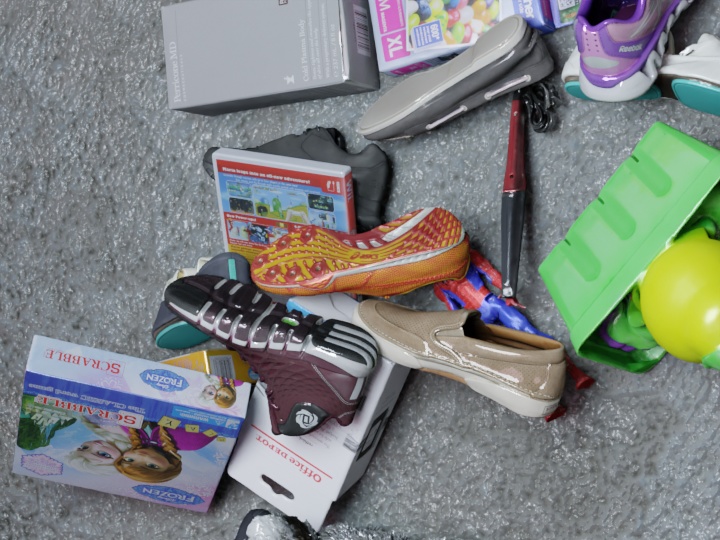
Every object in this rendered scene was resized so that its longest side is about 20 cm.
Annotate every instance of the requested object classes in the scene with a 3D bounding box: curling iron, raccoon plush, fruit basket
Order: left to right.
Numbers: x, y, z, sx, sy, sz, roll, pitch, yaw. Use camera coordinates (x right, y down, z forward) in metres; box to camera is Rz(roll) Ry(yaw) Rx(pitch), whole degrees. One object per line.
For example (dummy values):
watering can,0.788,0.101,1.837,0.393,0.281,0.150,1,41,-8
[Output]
raccoon plush,0.010,0.266,1.187,0.133,0.199,0.098,-11,71,39
curling iron,0.141,-0.075,1.185,0.049,0.025,0.202,-4,72,55
fruit basket,0.264,0.007,1.073,0.214,0.155,0.218,-10,73,36

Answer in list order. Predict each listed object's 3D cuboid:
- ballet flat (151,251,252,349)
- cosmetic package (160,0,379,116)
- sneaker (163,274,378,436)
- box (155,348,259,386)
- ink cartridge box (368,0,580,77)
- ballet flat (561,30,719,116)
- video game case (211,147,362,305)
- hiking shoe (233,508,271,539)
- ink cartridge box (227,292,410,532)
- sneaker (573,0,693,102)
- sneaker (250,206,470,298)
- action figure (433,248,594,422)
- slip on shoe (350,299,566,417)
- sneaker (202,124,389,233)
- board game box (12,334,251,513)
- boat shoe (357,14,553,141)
ballet flat,-0.152,0.025,1.302,0.200,0.072,0.074,-30,72,61
cosmetic package,-0.087,-0.214,1.297,0.198,0.090,0.108,-7,89,23
sneaker,-0.088,0.086,1.179,0.198,0.076,0.117,20,118,15
box,-0.198,0.113,1.328,0.198,0.119,0.042,-17,82,26
ink cartridge box,0.101,-0.259,1.228,0.198,0.042,0.121,-11,84,25
ballet flat,0.265,-0.171,1.133,0.198,0.069,0.070,12,94,29
video game case,-0.065,-0.012,1.269,0.142,0.017,0.202,11,122,27
hiking shoe,-0.151,0.311,1.324,0.100,0.076,0.202,29,103,21
ink cartridge box,-0.037,0.127,1.253,0.115,0.067,0.201,31,118,16
sneaker,0.227,-0.240,1.106,0.080,0.089,0.202,11,66,37
sneaker,0.000,0.000,1.193,0.198,0.077,0.074,-5,51,13
action figure,0.120,0.042,1.209,0.200,0.052,0.066,48,114,21
slip on shoe,0.084,0.058,1.158,0.199,0.076,0.061,25,118,27
sneaker,-0.058,-0.098,1.296,0.198,0.076,0.092,15,85,21
board game box,-0.219,0.149,1.264,0.198,0.200,0.041,13,53,-8
boat shoe,0.084,-0.156,1.215,0.199,0.067,0.057,-28,119,35
